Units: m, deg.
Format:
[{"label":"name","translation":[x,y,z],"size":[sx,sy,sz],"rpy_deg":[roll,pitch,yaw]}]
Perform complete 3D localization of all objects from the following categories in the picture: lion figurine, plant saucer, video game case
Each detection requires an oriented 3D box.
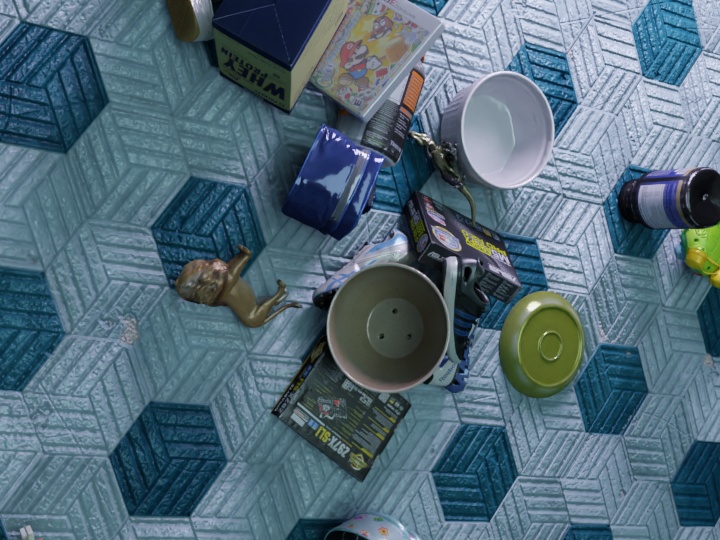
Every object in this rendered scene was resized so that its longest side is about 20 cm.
[{"label":"lion figurine","translation":[-0.191,0.040,1.496],"size":[0.200,0.072,0.123],"rpy_deg":[43,81,-25]},{"label":"plant saucer","translation":[0.351,0.142,1.782],"size":[0.196,0.031,0.205],"rpy_deg":[-1,93,-25]},{"label":"video game case","translation":[0.010,-0.356,1.512],"size":[0.201,0.181,0.023],"rpy_deg":[-50,149,-3]}]

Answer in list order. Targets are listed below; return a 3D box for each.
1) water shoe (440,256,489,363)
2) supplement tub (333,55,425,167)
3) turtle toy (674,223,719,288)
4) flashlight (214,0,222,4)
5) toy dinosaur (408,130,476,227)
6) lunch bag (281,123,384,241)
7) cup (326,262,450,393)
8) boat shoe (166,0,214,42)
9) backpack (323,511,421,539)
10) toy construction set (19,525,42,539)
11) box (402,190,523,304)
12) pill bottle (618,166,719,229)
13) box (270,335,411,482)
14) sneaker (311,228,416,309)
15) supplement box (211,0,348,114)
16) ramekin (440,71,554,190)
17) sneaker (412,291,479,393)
[{"label":"water shoe","translation":[0.174,0.070,1.551],"size":[0.077,0.072,0.203],"rpy_deg":[-3,124,5]},{"label":"supplement tub","translation":[0.035,-0.284,1.563],"size":[0.121,0.122,0.204],"rpy_deg":[22,82,-24]},{"label":"turtle toy","translation":[0.713,-0.041,1.911],"size":[0.199,0.101,0.148],"rpy_deg":[34,78,-23]},{"label":"flashlight","translation":[-0.210,-0.522,1.472],"size":[0.066,0.068,0.205],"rpy_deg":[-8,91,17]},{"label":"toy dinosaur","translation":[0.156,-0.170,1.621],"size":[0.047,0.088,0.202],"rpy_deg":[-32,87,-7]},{"label":"lunch bag","translation":[-0.039,-0.128,1.498],"size":[0.130,0.200,0.138],"rpy_deg":[27,82,-5]},{"label":"cup","translation":[0.050,0.094,1.548],"size":[0.196,0.143,0.205],"rpy_deg":[0,87,7]},{"label":"boat shoe","translation":[-0.266,-0.448,1.449],"size":[0.069,0.070,0.204],"rpy_deg":[-12,90,-51]},{"label":"backpack","translation":[0.029,0.501,1.564],"size":[0.152,0.174,0.204],"rpy_deg":[-25,102,-39]},{"label":"toy construction set","translation":[-0.541,0.431,1.335],"size":[0.196,0.092,0.134],"rpy_deg":[-13,97,-14]},{"label":"box","translation":[0.174,-0.041,1.623],"size":[0.197,0.161,0.045],"rpy_deg":[25,118,-24]},{"label":"pill bottle","translation":[0.586,-0.135,1.791],"size":[0.110,0.199,0.115],"rpy_deg":[-1,93,-25]},{"label":"box","translation":[-0.029,0.233,1.592],"size":[0.199,0.049,0.161],"rpy_deg":[40,78,-22]},{"label":"sneaker","translation":[0.000,0.000,1.596],"size":[0.198,0.072,0.073],"rpy_deg":[-30,64,-14]},{"label":"supplement box","translation":[-0.115,-0.382,1.425],"size":[0.133,0.200,0.203],"rpy_deg":[29,79,1]},{"label":"ramekin","translation":[0.234,-0.242,1.671],"size":[0.196,0.105,0.205],"rpy_deg":[-1,92,-26]},{"label":"sneaker","translation":[0.137,0.113,1.650],"size":[0.113,0.080,0.204],"rpy_deg":[5,91,-28]}]
